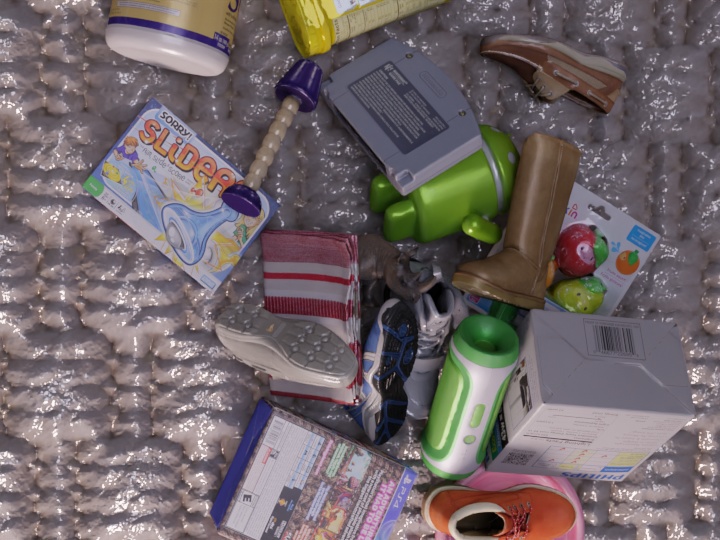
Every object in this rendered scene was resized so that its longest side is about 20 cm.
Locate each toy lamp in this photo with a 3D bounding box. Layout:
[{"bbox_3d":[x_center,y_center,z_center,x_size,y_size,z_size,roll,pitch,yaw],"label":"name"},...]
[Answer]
[{"bbox_3d":[-0.099,-0.160,1.468,0.058,0.058,0.202,29,71,-13],"label":"toy lamp"}]

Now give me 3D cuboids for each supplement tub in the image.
[{"bbox_3d":[-0.202,-0.336,1.407,0.143,0.145,0.203,13,90,-13],"label":"supplement tub"}]

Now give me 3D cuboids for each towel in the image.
[{"bbox_3d":[-0.061,0.054,1.466,0.023,0.142,0.204,-11,101,-52],"label":"towel"}]

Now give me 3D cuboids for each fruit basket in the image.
[{"bbox_3d":[0.252,0.000,1.543,0.184,0.094,0.201,30,105,-13],"label":"fruit basket"}]

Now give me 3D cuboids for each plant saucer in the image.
[{"bbox_3d":[0.186,0.333,1.576,0.197,0.051,0.204,-1,92,-12],"label":"plant saucer"}]

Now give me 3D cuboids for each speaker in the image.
[{"bbox_3d":[0.128,0.153,1.473,0.087,0.089,0.202,4,127,-13],"label":"speaker"}]

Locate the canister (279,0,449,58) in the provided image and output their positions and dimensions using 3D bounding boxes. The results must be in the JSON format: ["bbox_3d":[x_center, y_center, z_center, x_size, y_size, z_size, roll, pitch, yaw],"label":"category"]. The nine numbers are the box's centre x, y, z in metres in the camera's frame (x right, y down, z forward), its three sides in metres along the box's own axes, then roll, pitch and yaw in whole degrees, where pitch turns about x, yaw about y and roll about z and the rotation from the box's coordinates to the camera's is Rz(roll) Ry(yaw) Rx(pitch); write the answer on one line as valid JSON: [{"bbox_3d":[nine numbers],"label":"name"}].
[{"bbox_3d":[0.001,-0.359,1.486,0.198,0.086,0.151,-22,96,-13],"label":"canister"}]

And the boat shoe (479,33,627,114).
[{"bbox_3d":[0.241,-0.246,1.554,0.197,0.076,0.073,14,91,-12],"label":"boat shoe"}]

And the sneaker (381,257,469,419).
[{"bbox_3d":[0.077,0.085,1.502,0.074,0.115,0.204,-6,93,-23],"label":"sneaker"}]

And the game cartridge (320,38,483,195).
[{"bbox_3d":[0.053,-0.188,1.472,0.132,0.042,0.201,-28,56,-13],"label":"game cartridge"}]

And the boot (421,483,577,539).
[{"bbox_3d":[0.181,0.303,1.495,0.197,0.107,0.076,3,90,-15],"label":"boot"}]

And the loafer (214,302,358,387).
[{"bbox_3d":[-0.083,0.095,1.444,0.070,0.198,0.070,-47,141,-30],"label":"loafer"}]

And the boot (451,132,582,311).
[{"bbox_3d":[0.182,-0.062,1.440,0.174,0.065,0.203,17,87,-55],"label":"boot"}]

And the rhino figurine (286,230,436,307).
[{"bbox_3d":[0.000,0.000,1.469,0.197,0.060,0.089,6,97,30],"label":"rhino figurine"}]

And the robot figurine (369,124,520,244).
[{"bbox_3d":[0.110,-0.106,1.505,0.197,0.116,0.177,-20,66,-11],"label":"robot figurine"}]

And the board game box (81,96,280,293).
[{"bbox_3d":[-0.212,-0.088,1.471,0.199,0.034,0.136,39,84,-12],"label":"board game box"}]

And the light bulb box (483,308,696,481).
[{"bbox_3d":[0.265,0.156,1.497,0.195,0.201,0.126,6,58,-14],"label":"light bulb box"}]

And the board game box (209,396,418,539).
[{"bbox_3d":[-0.058,0.269,1.491,0.198,0.097,0.161,26,86,-13],"label":"board game box"}]

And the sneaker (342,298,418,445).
[{"bbox_3d":[0.016,0.116,1.473,0.075,0.077,0.202,-25,137,-41],"label":"sneaker"}]
